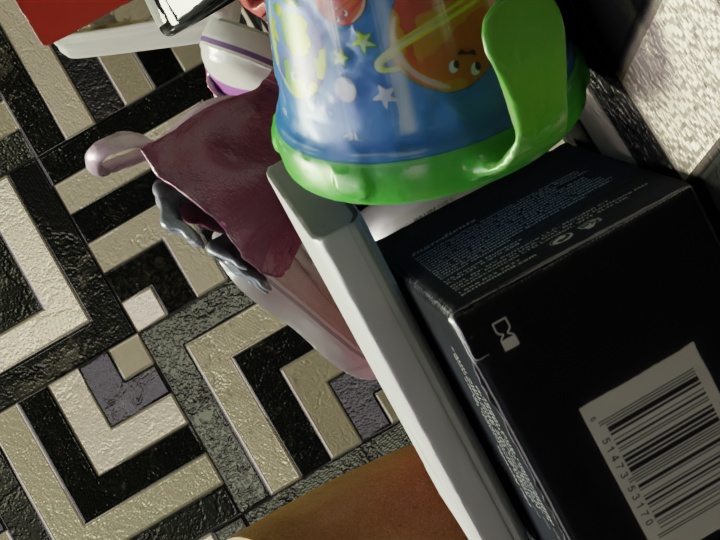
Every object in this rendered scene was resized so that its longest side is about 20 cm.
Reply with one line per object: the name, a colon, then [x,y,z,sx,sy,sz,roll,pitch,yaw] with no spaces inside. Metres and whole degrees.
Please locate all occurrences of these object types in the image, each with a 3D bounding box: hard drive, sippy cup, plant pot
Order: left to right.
sippy cup: [0.016,-0.117,0.815,0.140,0.178,0.130,-54,-43,-47]
hard drive: [0.020,0.046,0.947,0.200,0.026,0.132,63,177,-21]
plant pot: [0.040,0.193,1.308,0.186,0.200,0.186,38,150,27]

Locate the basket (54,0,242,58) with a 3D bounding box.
basket: [-0.157,-0.265,1.382,0.123,0.135,0.200,75,-168,-49]

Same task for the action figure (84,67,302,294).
action figure: [-0.032,-0.093,1.074,0.149,0.200,0.134,33,178,1]

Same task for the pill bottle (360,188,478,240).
pill bottle: [0.084,0.034,1.102,0.200,0.112,0.112,60,176,3]

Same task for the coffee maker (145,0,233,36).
coffee maker: [-0.111,-0.258,1.173,0.200,0.135,0.192,55,165,-6]

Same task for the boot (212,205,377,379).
boot: [0.000,0.000,1.213,0.200,0.096,0.074,35,-154,-55]

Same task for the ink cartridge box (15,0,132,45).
ink cartridge box: [-0.101,-0.222,0.906,0.160,0.200,0.047,59,177,11]

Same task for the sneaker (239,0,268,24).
sneaker: [-0.022,-0.167,1.314,0.200,0.071,0.098,49,-167,4]

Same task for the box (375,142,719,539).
box: [0.112,0.059,0.886,0.197,0.117,0.200,62,176,-12]

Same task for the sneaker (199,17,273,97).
sneaker: [-0.058,-0.069,1.208,0.073,0.114,0.200,20,166,27]
